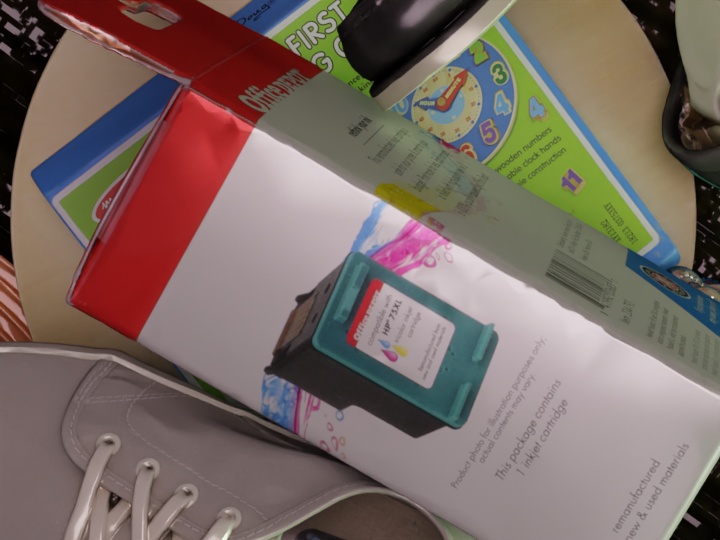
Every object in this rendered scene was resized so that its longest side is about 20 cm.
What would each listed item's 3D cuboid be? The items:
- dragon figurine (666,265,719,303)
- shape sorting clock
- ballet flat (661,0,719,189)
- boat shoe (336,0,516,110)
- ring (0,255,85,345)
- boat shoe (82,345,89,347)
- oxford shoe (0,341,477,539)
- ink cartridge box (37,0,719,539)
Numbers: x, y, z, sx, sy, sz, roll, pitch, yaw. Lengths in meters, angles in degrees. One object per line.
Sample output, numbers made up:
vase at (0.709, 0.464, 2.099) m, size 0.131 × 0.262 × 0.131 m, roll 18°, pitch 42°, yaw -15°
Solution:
dragon figurine at (0.167, 0.066, 0.849) m, size 0.059 × 0.099 × 0.200 m, roll -41°, pitch 110°, yaw -2°
shape sorting clock at (-0.002, -0.016, 0.856) m, size 0.200 × 0.039 × 0.200 m, roll 0°, pitch 94°, yaw -6°
ballet flat at (0.130, -0.112, 0.815) m, size 0.068 × 0.068 × 0.200 m, roll 1°, pitch 110°, yaw -35°
boat shoe at (0.045, -0.127, 0.810) m, size 0.063 × 0.074 × 0.202 m, roll 42°, pitch 61°, yaw -13°
ring at (-0.164, 0.077, 0.866) m, size 0.200 × 0.019 × 0.201 m, roll 0°, pitch 90°, yaw -1°
boat shoe at (-0.142, 0.100, 0.821) m, size 0.200 × 0.074 × 0.065 m, roll -32°, pitch 97°, yaw 7°
oxford shoe at (-0.052, 0.066, 0.761) m, size 0.200 × 0.058 × 0.075 m, roll 15°, pitch 99°, yaw 5°
ink cartridge box at (0.000, 0.000, 0.768) m, size 0.200 × 0.116 × 0.067 m, roll 30°, pitch 102°, yaw 2°
